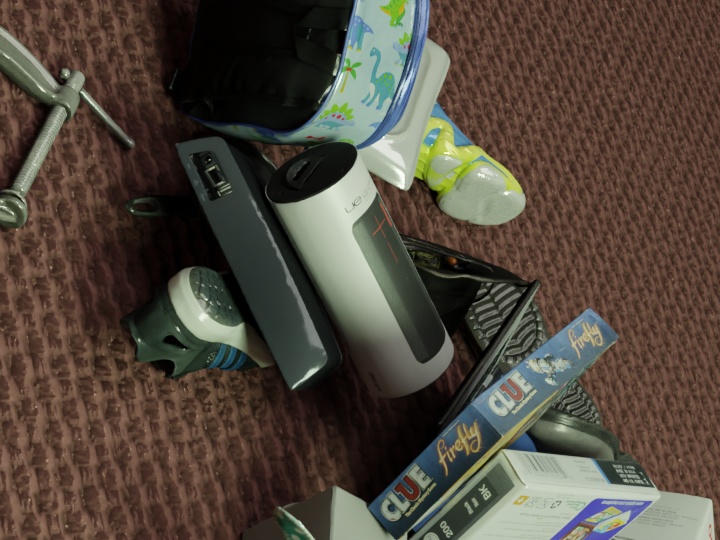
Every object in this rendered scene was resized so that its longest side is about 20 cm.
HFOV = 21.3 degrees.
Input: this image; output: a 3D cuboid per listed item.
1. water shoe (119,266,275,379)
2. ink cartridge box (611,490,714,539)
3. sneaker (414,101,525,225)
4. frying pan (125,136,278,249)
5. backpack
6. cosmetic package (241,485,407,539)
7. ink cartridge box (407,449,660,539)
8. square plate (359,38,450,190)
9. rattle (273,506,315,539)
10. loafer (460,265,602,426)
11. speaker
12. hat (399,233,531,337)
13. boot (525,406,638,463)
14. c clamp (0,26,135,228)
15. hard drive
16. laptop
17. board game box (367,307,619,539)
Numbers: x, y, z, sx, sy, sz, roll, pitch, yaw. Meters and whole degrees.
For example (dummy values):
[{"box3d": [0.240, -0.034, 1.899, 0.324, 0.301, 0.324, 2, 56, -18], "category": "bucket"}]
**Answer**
[{"box3d": [-0.122, 0.043, 1.433, 0.072, 0.079, 0.200, 65, 8, 17], "category": "water shoe"}, {"box3d": [0.254, 0.307, 1.677, 0.200, 0.083, 0.146, -52, 140, -53], "category": "ink cartridge box"}, {"box3d": [0.080, -0.121, 1.799, 0.199, 0.076, 0.106, 29, 46, -38], "category": "sneaker"}, {"box3d": [-0.113, -0.038, 1.529, 0.115, 0.031, 0.190, 57, 38, -7], "category": "frying pan"}, {"box3d": [-0.032, -0.184, 1.534, 0.146, 0.199, 0.184, 12, 93, -40], "category": "backpack"}, {"box3d": [-0.030, 0.268, 1.363, 0.090, 0.107, 0.201, 34, 45, -32], "category": "cosmetic package"}, {"box3d": [0.113, 0.221, 1.515, 0.198, 0.200, 0.044, 11, 39, -50], "category": "ink cartridge box"}, {"box3d": [-0.016, -0.188, 1.707, 0.197, 0.028, 0.201, 30, 44, -11], "category": "square plate"}, {"box3d": [0.004, 0.237, 1.282, 0.200, 0.131, 0.143, 36, 23, 13], "category": "rattle"}, {"box3d": [0.142, 0.088, 1.759, 0.073, 0.071, 0.201, -24, 75, -23], "category": "loafer"}, {"box3d": [0.000, 0.000, 1.496, 0.201, 0.081, 0.081, 63, 30, -29], "category": "speaker"}, {"box3d": [0.047, 0.017, 1.628, 0.200, 0.200, 0.081, 12, 98, -48], "category": "hat"}, {"box3d": [0.173, 0.197, 1.630, 0.200, 0.070, 0.132, 39, 74, -51], "category": "boot"}, {"box3d": [-0.251, -0.103, 1.397, 0.171, 0.027, 0.200, 49, 36, -20], "category": "c clamp"}, {"box3d": [-0.073, -0.006, 1.452, 0.201, 0.042, 0.135, 64, 4, 6], "category": "hard drive"}, {"box3d": [0.122, 0.150, 1.595, 0.116, 0.200, 0.187, 32, 50, 7], "category": "laptop"}, {"box3d": [0.102, 0.111, 1.421, 0.035, 0.136, 0.200, 47, 35, 9], "category": "board game box"}]
